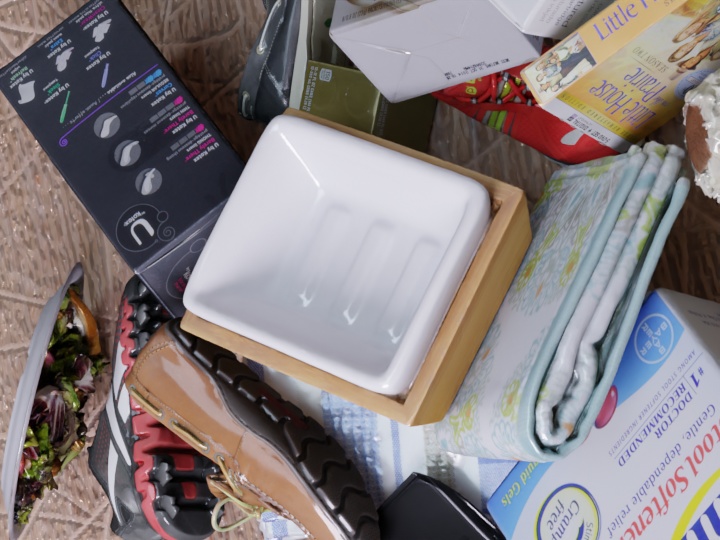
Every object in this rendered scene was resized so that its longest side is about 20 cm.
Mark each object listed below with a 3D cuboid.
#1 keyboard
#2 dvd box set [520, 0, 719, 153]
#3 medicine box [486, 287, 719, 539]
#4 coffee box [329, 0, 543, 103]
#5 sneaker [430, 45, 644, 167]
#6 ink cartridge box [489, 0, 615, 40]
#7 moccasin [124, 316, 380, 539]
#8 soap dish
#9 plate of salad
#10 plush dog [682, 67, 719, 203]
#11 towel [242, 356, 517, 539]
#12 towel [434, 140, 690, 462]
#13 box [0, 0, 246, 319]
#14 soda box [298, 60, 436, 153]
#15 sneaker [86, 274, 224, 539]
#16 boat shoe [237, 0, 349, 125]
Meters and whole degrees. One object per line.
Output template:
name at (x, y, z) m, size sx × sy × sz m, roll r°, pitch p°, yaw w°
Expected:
keyboard at (0.031, 0.226, 1.765) m, size 0.127 × 0.021 × 0.200 m, roll 45°, pitch 125°, yaw 7°
dvd box set at (0.200, -0.147, 1.580) m, size 0.200 × 0.146 × 0.029 m, roll -36°, pitch 69°, yaw 15°
medicine box at (0.199, 0.146, 1.594) m, size 0.183 × 0.103 × 0.200 m, roll -54°, pitch 47°, yaw 22°
coffee box at (0.059, -0.217, 1.712) m, size 0.114 × 0.080 × 0.201 m, roll -15°, pitch 49°, yaw 32°
sneaker at (0.093, -0.114, 1.729) m, size 0.199 × 0.085 × 0.077 m, roll 22°, pitch 101°, yaw 38°
ink cartridge box at (0.163, -0.209, 1.609) m, size 0.088 × 0.200 × 0.146 m, roll 47°, pitch 113°, yaw 27°
moccasin at (-0.070, 0.120, 1.739) m, size 0.201 × 0.074 × 0.078 m, roll 40°, pitch 112°, yaw 8°
soap dish at (0.000, 0.000, 1.693) m, size 0.199 × 0.081 × 0.158 m, roll 21°, pitch 82°, yaw 38°
plate of salad at (-0.210, 0.094, 1.914) m, size 0.048 × 0.200 × 0.201 m, roll 14°, pitch 96°, yaw 0°
plush dog at (0.305, -0.082, 1.546) m, size 0.172 × 0.160 × 0.200 m, roll 56°, pitch 141°, yaw 8°
towel at (0.020, 0.096, 1.760) m, size 0.199 × 0.024 × 0.148 m, roll -6°, pitch 92°, yaw 17°
towel at (0.121, 0.022, 1.639) m, size 0.201 × 0.048 × 0.171 m, roll -64°, pitch 11°, yaw -10°
box at (-0.144, -0.073, 1.873) m, size 0.106 × 0.122 × 0.200 m, roll -38°, pitch 61°, yaw -1°
soda box at (-0.010, -0.033, 1.818) m, size 0.067 × 0.064 × 0.201 m, roll 15°, pitch 96°, yaw 37°
sneaker at (-0.151, 0.100, 1.916) m, size 0.098 × 0.071 × 0.202 m, roll -26°, pitch 64°, yaw 44°
boat shoe at (-0.038, -0.192, 1.848) m, size 0.067 × 0.072 × 0.201 m, roll 17°, pitch 99°, yaw 34°
